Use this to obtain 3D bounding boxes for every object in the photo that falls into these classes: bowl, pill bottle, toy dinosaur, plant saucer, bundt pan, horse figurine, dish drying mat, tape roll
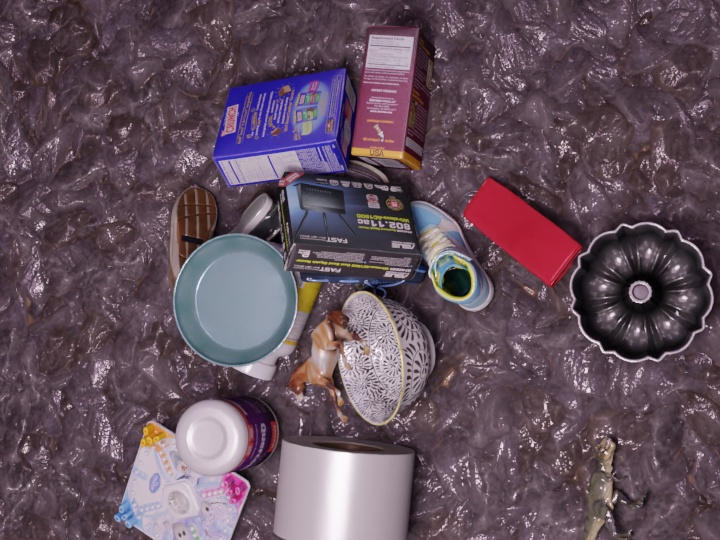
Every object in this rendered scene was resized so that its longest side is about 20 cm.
[{"bbox_3d":[0.051,0.126,1.700,0.094,0.201,0.201,-6,82,-28],"label":"bowl"},{"bbox_3d":[-0.138,0.064,1.767,0.112,0.112,0.200,24,93,16],"label":"pill bottle"},{"bbox_3d":[0.360,0.345,1.638,0.088,0.047,0.201,16,91,31],"label":"toy dinosaur"},{"bbox_3d":[-0.185,0.045,1.704,0.199,0.036,0.201,-1,86,14],"label":"plant saucer"},{"bbox_3d":[0.405,0.033,1.630,0.201,0.076,0.202,-1,85,16],"label":"bundt pan"},{"bbox_3d":[-0.047,0.135,1.726,0.133,0.050,0.200,45,130,44],"label":"horse figurine"},{"bbox_3d":[0.239,-0.059,1.681,0.077,0.018,0.200,-53,54,7],"label":"dish drying mat"},{"bbox_3d":[-0.194,0.249,1.723,0.112,0.200,0.113,-1,86,16],"label":"pill bottle"},{"bbox_3d":[-0.024,0.326,1.669,0.202,0.203,0.140,5,87,16],"label":"tape roll"}]

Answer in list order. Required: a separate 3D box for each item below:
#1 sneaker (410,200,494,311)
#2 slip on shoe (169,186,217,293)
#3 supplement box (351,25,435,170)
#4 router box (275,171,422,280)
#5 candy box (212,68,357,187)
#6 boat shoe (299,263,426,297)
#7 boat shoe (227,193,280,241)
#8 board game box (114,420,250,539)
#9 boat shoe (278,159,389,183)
[{"bbox_3d":[0.121,-0.031,1.689,0.080,0.131,0.200,-41,75,10],"label":"sneaker"},{"bbox_3d":[-0.273,-0.046,1.813,0.061,0.076,0.200,-50,36,44],"label":"slip on shoe"},{"bbox_3d":[0.052,-0.263,1.736,0.085,0.110,0.201,6,87,17],"label":"supplement box"},{"bbox_3d":[-0.020,-0.065,1.668,0.199,0.062,0.150,4,48,-17],"label":"router box"},{"bbox_3d":[-0.115,-0.221,1.759,0.199,0.077,0.169,-6,48,14],"label":"candy box"},{"bbox_3d":[0.000,0.000,1.730,0.199,0.084,0.069,11,106,-13],"label":"boat shoe"},{"bbox_3d":[-0.192,-0.035,1.813,0.060,0.076,0.200,36,117,-24],"label":"boat shoe"},{"bbox_3d":[-0.289,0.368,1.797,0.200,0.026,0.200,29,115,16],"label":"board game box"},{"bbox_3d":[-0.053,-0.140,1.772,0.200,0.065,0.072,18,121,20],"label":"boat shoe"}]
